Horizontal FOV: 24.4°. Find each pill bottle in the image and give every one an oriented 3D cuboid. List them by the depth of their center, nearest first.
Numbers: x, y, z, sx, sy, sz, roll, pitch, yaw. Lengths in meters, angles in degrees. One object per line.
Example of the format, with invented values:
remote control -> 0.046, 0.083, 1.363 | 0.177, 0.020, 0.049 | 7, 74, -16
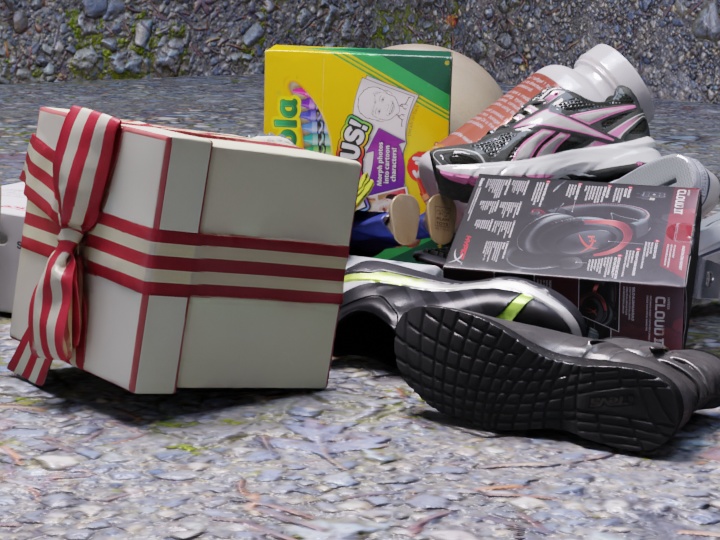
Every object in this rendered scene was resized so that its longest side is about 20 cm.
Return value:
pill bottle -> 0.159, -0.111, 1.482 | 0.200, 0.112, 0.112 | -37, 19, -8

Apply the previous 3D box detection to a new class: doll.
doll -> 0.000, -0.033, 1.464 | 0.136, 0.049, 0.200 | 0, -4, -37

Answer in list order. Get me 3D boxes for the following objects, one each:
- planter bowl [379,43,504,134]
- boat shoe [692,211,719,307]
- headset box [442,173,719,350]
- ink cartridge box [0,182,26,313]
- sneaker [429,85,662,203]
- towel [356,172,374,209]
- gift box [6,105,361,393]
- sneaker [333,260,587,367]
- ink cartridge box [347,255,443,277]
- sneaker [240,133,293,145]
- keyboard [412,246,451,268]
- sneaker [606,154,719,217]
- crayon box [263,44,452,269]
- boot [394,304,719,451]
planter bowl -> 0.054, -0.107, 1.667 | 0.200, 0.201, 0.135 | 2, 35, 2
boat shoe -> 0.277, 0.001, 1.396 | 0.200, 0.067, 0.074 | -21, 6, -25
headset box -> 0.175, -0.003, 1.269 | 0.199, 0.075, 0.149 | 4, 33, 13
ink cartridge box -> -0.257, -0.023, 1.390 | 0.146, 0.084, 0.200 | 7, 12, 24
sneaker -> 0.150, -0.109, 1.396 | 0.199, 0.087, 0.080 | -6, -14, -16
towel -> -0.040, -0.049, 1.403 | 0.086, 0.018, 0.200 | -19, 8, 11
gift box -> -0.137, -0.010, 1.121 | 0.186, 0.185, 0.200 | 4, 3, -42
sneaker -> 0.059, 0.050, 1.175 | 0.199, 0.072, 0.083 | 7, 39, 23
ink cartridge box -> 0.000, 0.000, 1.409 | 0.162, 0.050, 0.200 | 7, 15, 23
sneaker -> -0.115, -0.063, 1.420 | 0.077, 0.087, 0.200 | -24, -9, 34
keyboard -> 0.152, 0.001, 1.479 | 0.127, 0.021, 0.200 | 2, 10, -39
sneaker -> 0.209, -0.037, 1.383 | 0.200, 0.073, 0.071 | -18, -23, 35
crayon box -> -0.003, -0.106, 1.556 | 0.172, 0.201, 0.058 | 2, 13, 2
boot -> 0.131, 0.066, 1.078 | 0.200, 0.070, 0.132 | 19, 14, 23
